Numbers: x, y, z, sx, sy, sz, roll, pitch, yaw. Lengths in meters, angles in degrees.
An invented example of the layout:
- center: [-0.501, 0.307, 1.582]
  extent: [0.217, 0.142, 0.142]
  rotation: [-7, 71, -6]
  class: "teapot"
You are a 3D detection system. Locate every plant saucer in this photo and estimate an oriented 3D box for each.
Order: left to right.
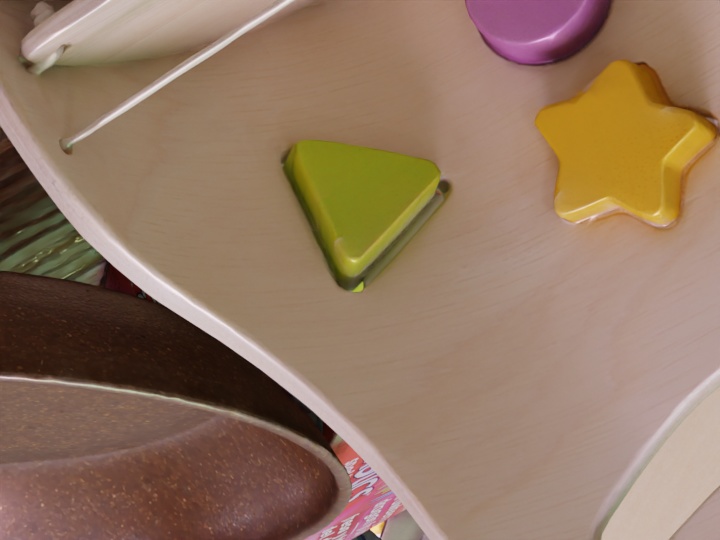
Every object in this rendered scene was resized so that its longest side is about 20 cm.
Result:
- center: [-0.102, 0.038, 0.667]
  extent: [0.200, 0.037, 0.200]
  rotation: [-2, 161, -1]
  class: "plant saucer"

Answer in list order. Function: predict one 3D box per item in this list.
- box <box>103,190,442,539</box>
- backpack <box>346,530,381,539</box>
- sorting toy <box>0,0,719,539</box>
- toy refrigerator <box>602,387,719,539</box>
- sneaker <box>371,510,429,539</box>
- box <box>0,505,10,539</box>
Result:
- center: [0.000, 0.000, 0.744]
  extent: [0.095, 0.100, 0.200]
  rotation: [-25, 166, -18]
  class: "box"
- center: [-0.068, 0.148, 0.860]
  extent: [0.154, 0.163, 0.200]
  rotation: [26, 95, -51]
  class: "backpack"
- center: [0.052, -0.024, 0.573]
  extent: [0.200, 0.180, 0.107]
  rotation: [-32, 164, 11]
  class: "sorting toy"
- center: [0.100, 0.030, 0.701]
  extent: [0.070, 0.076, 0.201]
  rotation: [-74, -174, -75]
  class: "toy refrigerator"
- center: [0.007, 0.074, 1.032]
  extent: [0.200, 0.090, 0.075]
  rotation: [-51, 167, 32]
  class: "sneaker"
- center: [-0.134, 0.109, 0.778]
  extent: [0.200, 0.041, 0.039]
  rotation: [-60, 165, -5]
  class: "box"
